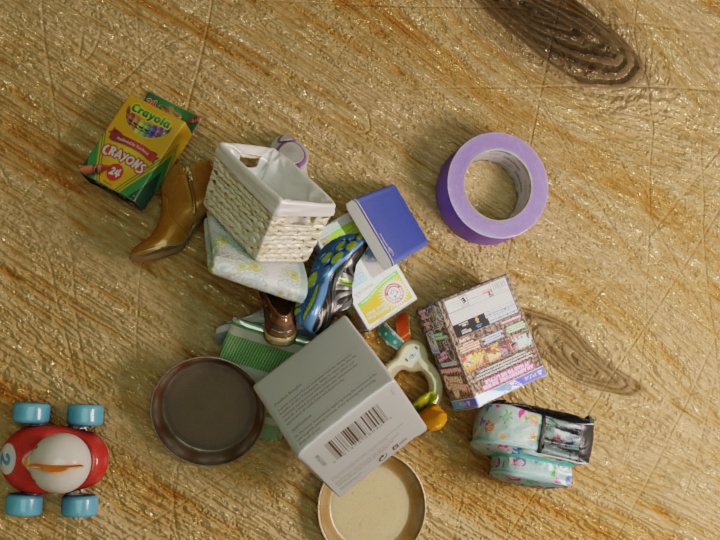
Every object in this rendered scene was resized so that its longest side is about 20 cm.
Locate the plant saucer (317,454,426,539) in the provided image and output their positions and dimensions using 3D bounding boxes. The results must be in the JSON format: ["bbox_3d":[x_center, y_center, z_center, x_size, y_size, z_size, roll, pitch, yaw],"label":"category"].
[{"bbox_3d":[0.018,0.424,1.717,0.198,0.035,0.203,2,82,-11],"label":"plant saucer"}]

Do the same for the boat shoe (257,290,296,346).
[{"bbox_3d":[-0.140,0.042,1.667,0.071,0.068,0.201,1,39,-11],"label":"boat shoe"}]

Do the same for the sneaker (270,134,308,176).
[{"bbox_3d":[-0.130,-0.154,1.743,0.074,0.100,0.202,-2,59,-23],"label":"sneaker"}]

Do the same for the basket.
[{"bbox_3d":[-0.160,-0.112,1.616,0.135,0.200,0.124,0,123,-45],"label":"basket"}]

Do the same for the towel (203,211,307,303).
[{"bbox_3d":[-0.181,-0.026,1.628,0.170,0.200,0.048,16,115,-21],"label":"towel"}]

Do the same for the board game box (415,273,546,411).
[{"bbox_3d":[0.219,0.131,1.747,0.158,0.097,0.202,-19,86,-24],"label":"board game box"}]

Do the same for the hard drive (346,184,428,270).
[{"bbox_3d":[0.052,-0.082,1.717,0.025,0.200,0.133,-31,90,25],"label":"hard drive"}]

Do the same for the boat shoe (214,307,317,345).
[{"bbox_3d":[-0.161,0.099,1.715,0.198,0.074,0.066,-1,52,-5],"label":"boat shoe"}]

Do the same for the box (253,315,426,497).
[{"bbox_3d":[-0.032,0.230,1.609,0.198,0.200,0.172,-37,52,-4],"label":"box"}]

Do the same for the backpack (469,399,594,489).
[{"bbox_3d":[0.296,0.308,1.715,0.198,0.178,0.152,19,75,-4],"label":"backpack"}]

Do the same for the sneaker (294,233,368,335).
[{"bbox_3d":[-0.044,0.022,1.644,0.083,0.070,0.201,46,64,-41],"label":"sneaker"}]

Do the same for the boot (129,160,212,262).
[{"bbox_3d":[-0.338,-0.109,1.706,0.200,0.071,0.145,-22,82,-18],"label":"boot"}]

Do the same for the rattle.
[{"bbox_3d":[0.089,0.178,1.713,0.129,0.143,0.202,-1,89,6],"label":"rattle"}]

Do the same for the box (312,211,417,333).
[{"bbox_3d":[0.000,0.000,1.733,0.112,0.101,0.201,-30,89,-12],"label":"box"}]

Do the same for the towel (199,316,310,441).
[{"bbox_3d":[-0.184,0.192,1.679,0.151,0.023,0.202,17,104,-8],"label":"towel"}]

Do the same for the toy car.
[{"bbox_3d":[-0.502,0.309,1.547,0.175,0.200,0.186,4,82,-10],"label":"toy car"}]

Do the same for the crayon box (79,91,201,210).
[{"bbox_3d":[-0.388,-0.223,1.695,0.126,0.051,0.201,26,77,15],"label":"crayon box"}]

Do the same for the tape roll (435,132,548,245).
[{"bbox_3d":[0.247,-0.153,1.810,0.198,0.085,0.202,2,82,-11],"label":"tape roll"}]

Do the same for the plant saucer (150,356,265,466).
[{"bbox_3d":[-0.263,0.241,1.660,0.198,0.032,0.202,-1,104,-3],"label":"plant saucer"}]
